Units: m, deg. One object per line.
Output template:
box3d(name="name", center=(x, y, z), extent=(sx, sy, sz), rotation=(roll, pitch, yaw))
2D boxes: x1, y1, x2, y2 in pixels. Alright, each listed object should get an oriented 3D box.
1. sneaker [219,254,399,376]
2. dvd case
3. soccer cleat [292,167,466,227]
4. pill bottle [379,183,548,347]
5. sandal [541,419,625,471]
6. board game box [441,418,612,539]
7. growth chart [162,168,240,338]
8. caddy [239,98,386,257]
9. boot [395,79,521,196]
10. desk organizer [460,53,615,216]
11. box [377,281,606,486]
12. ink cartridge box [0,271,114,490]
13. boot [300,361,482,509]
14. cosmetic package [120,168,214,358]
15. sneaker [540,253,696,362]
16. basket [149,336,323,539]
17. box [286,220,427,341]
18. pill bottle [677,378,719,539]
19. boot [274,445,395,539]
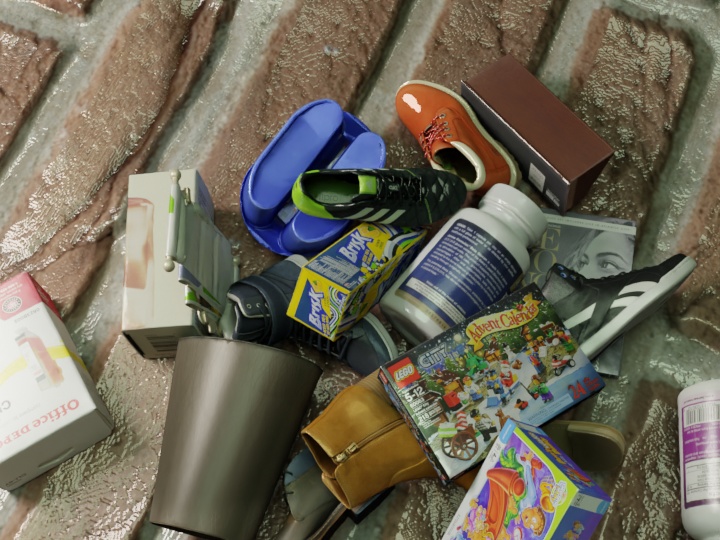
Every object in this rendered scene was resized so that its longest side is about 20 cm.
box3d(name="sneaker", center=(-0.066, 0.072, 1.218), extent=(0.202, 0.077, 0.146), rotation=(39, 37, 26))
box3d(name="dvd case", center=(0.243, 0.021, 1.286), extent=(0.149, 0.016, 0.200), rotation=(9, 67, 8))
box3d(name="soccer cleat", center=(0.023, -0.086, 1.221), extent=(0.200, 0.081, 0.068), rotation=(-1, 82, -3))
box3d(name="pill bottle", center=(0.124, -0.001, 1.246), extent=(0.111, 0.111, 0.200), rotation=(37, 77, 18))
box3d(name="sandal", center=(0.188, 0.169, 1.205), extent=(0.212, 0.078, 0.070), rotation=(8, 32, 18))
box3d(name="board game box", center=(0.145, 0.265, 1.055), extent=(0.045, 0.134, 0.200), rotation=(21, 102, -28))
box3d(name="growth chart", center=(-0.175, -0.001, 1.232), extent=(0.018, 0.200, 0.145), rotation=(-8, 56, 15))
box3d(name="caddy", center=(-0.057, -0.111, 1.318), extent=(0.141, 0.105, 0.200), rotation=(38, 79, -3))
box3d(name="boot", center=(0.101, -0.165, 1.321), extent=(0.200, 0.107, 0.075), rotation=(46, 117, 22))
box3d(name="desk organizer", center=(0.215, -0.171, 1.336), extent=(0.077, 0.072, 0.200), rotation=(-34, 64, -14))
box3d(name="box", center=(0.137, 0.117, 1.144), extent=(0.200, 0.038, 0.137), rotation=(-28, 73, -16))
box3d(name="ink cartridge box", center=(-0.393, 0.126, 1.242), extent=(0.145, 0.083, 0.200), rotation=(-30, 68, -10))
box3d(name="boot", center=(0.041, 0.209, 1.154), extent=(0.144, 0.071, 0.201), rotation=(-41, 88, -27))
box3d(name="cosmetic package", center=(-0.225, -0.007, 1.281), extent=(0.087, 0.103, 0.200), rotation=(-4, 65, 5))
box3d(name="sneaker", center=(0.277, 0.017, 1.237), extent=(0.200, 0.073, 0.112), rotation=(-37, 71, -11))
box3d(name="basket", center=(-0.145, 0.188, 1.174), extent=(0.180, 0.136, 0.200), rotation=(2, 69, 31))
box3d(name="box", center=(0.000, 0.000, 1.225), extent=(0.064, 0.070, 0.200), rotation=(30, 33, 16))
box3d(name="pill bottle", center=(0.392, 0.223, 1.134), extent=(0.112, 0.112, 0.200), rotation=(3, 67, 5))
box3d(name="boot", center=(-0.068, 0.259, 1.169), extent=(0.200, 0.075, 0.097), rotation=(-33, 69, -23))
